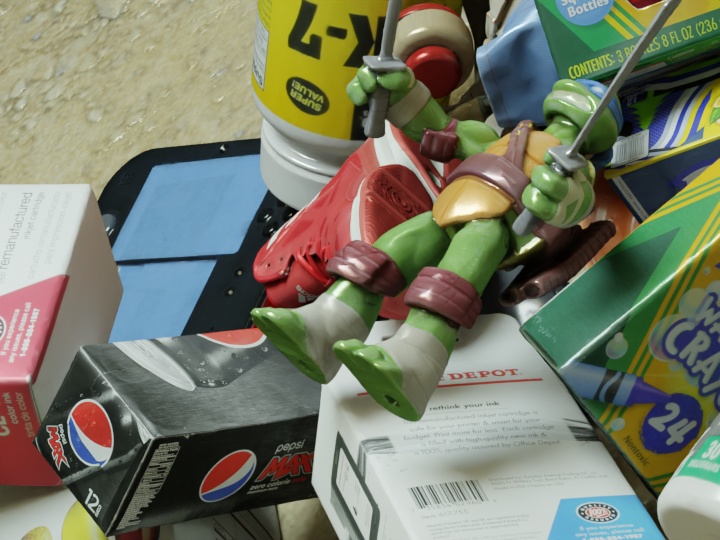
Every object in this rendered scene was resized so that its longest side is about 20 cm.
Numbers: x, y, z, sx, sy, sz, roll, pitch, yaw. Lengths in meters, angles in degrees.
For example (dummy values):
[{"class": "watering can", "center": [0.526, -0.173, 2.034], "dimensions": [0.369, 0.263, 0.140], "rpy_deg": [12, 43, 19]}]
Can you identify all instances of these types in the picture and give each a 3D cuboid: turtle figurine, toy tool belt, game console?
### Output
[{"class": "turtle figurine", "center": [0.034, -0.045, 1.285], "dimensions": [0.144, 0.200, 0.194], "rpy_deg": [34, 73, 17]}, {"class": "toy tool belt", "center": [0.109, -0.111, 1.469], "dimensions": [0.199, 0.125, 0.123], "rpy_deg": [-17, 39, 11]}, {"class": "game console", "center": [-0.109, -0.004, 1.716], "dimensions": [0.200, 0.031, 0.177], "rpy_deg": [-3, 48, 45]}]

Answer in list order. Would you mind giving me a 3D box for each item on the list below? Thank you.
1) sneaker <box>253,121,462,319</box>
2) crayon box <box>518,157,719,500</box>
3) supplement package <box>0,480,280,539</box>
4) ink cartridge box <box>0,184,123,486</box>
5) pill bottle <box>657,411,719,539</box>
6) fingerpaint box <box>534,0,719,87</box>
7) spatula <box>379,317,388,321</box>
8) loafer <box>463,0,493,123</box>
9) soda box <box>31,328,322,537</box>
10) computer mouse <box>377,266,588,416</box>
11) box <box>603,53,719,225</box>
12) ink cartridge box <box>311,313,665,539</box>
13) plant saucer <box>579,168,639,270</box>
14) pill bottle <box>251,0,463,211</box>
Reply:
[{"class": "sneaker", "center": [0.000, 0.000, 1.456], "dimensions": [0.116, 0.078, 0.200], "rpy_deg": [-47, 9, 21]}, {"class": "crayon box", "center": [0.187, 0.011, 1.302], "dimensions": [0.200, 0.126, 0.052], "rpy_deg": [-41, 33, 0]}, {"class": "supplement package", "center": [-0.109, 0.157, 1.449], "dimensions": [0.114, 0.110, 0.200], "rpy_deg": [-33, 33, 13]}, {"class": "ink cartridge box", "center": [-0.238, 0.032, 1.486], "dimensions": [0.199, 0.086, 0.148], "rpy_deg": [1, 46, 11]}, {"class": "pill bottle", "center": [0.225, 0.056, 1.220], "dimensions": [0.200, 0.113, 0.113], "rpy_deg": [-52, 34, -16]}, {"class": "fingerpaint box", "center": [0.169, -0.193, 1.375], "dimensions": [0.199, 0.168, 0.073], "rpy_deg": [-18, -5, 11]}, {"class": "spatula", "center": [-0.002, 0.032, 1.568], "dimensions": [0.200, 0.021, 0.057], "rpy_deg": [-27, 46, 24]}, {"class": "loafer", "center": [0.100, -0.121, 1.609], "dimensions": [0.075, 0.068, 0.201], "rpy_deg": [-22, 52, 12]}, {"class": "soda box", "center": [-0.059, 0.073, 1.410], "dimensions": [0.071, 0.200, 0.063], "rpy_deg": [47, 122, 29]}, {"class": "computer mouse", "center": [0.043, 0.033, 1.477], "dimensions": [0.141, 0.046, 0.200], "rpy_deg": [-49, 42, 7]}, {"class": "box", "center": [0.219, -0.074, 1.365], "dimensions": [0.199, 0.070, 0.064], "rpy_deg": [-20, 37, 29]}, {"class": "ink cartridge box", "center": [0.050, 0.101, 1.335], "dimensions": [0.116, 0.068, 0.200], "rpy_deg": [-3, 31, -18]}, {"class": "plant saucer", "center": [0.202, -0.046, 1.443], "dimensions": [0.200, 0.032, 0.201], "rpy_deg": [-28, 35, 21]}, {"class": "pill bottle", "center": [-0.001, -0.136, 1.591], "dimensions": [0.114, 0.201, 0.114], "rpy_deg": [4, 35, -3]}]
